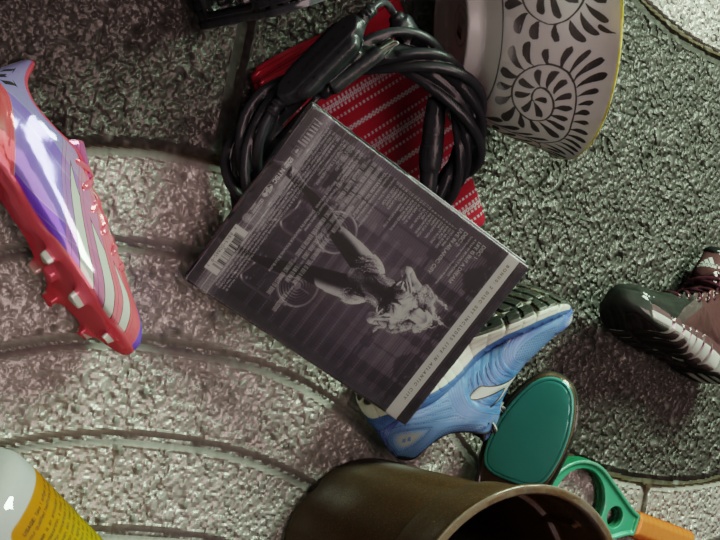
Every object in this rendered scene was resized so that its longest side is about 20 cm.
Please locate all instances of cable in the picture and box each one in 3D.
[{"bbox_3d":[-0.005,-0.081,0.852,0.200,0.051,0.163,-46,120,4],"label":"cable"}]

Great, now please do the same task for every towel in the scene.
[{"bbox_3d":[0.011,-0.090,0.909,0.144,0.022,0.201,-35,113,-25],"label":"towel"}]

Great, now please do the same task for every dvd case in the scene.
[{"bbox_3d":[0.000,0.000,0.839,0.199,0.016,0.149,35,99,-19],"label":"dvd case"}]

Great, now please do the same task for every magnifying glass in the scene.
[{"bbox_3d":[0.234,0.225,1.087,0.199,0.022,0.080,25,82,-33],"label":"magnifying glass"}]

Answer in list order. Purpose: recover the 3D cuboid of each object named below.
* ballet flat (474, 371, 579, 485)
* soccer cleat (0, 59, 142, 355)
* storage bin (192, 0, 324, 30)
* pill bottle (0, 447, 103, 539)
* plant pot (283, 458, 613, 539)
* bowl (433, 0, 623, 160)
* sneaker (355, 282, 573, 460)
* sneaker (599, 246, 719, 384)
[{"bbox_3d":[0.124,0.176,0.987,0.067,0.068,0.202,23,92,11],"label":"ballet flat"},{"bbox_3d":[-0.188,-0.037,0.764,0.076,0.066,0.201,-43,113,-27],"label":"soccer cleat"},{"bbox_3d":[-0.018,-0.239,0.807,0.199,0.135,0.095,-25,108,-28],"label":"storage bin"},{"bbox_3d":[-0.223,0.181,0.733,0.111,0.111,0.201,-46,117,-20],"label":"pill bottle"},{"bbox_3d":[0.049,0.231,0.863,0.199,0.198,0.203,-4,97,-33],"label":"plant pot"},{"bbox_3d":[0.110,-0.181,0.881,0.093,0.201,0.203,-4,97,-13],"label":"bowl"},{"bbox_3d":[0.089,0.081,0.955,0.199,0.078,0.090,-30,118,-18],"label":"sneaker"},{"bbox_3d":[0.291,0.022,1.080,0.199,0.075,0.117,30,73,-42],"label":"sneaker"}]
